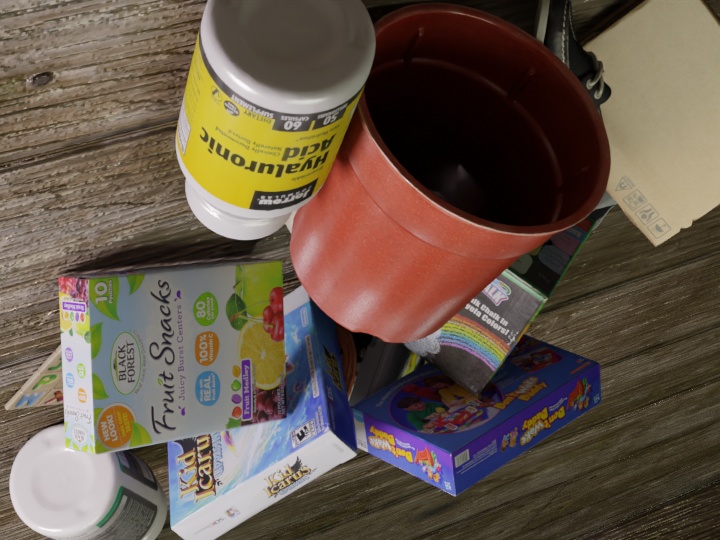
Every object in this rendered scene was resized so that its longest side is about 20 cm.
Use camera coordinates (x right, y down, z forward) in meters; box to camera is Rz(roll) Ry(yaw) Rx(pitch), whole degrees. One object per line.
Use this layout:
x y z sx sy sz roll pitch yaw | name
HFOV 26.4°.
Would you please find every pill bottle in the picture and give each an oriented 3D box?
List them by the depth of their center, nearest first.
-0.064 -0.104 1.023 0.111 0.112 0.200 -18 158 -22 | pill bottle
-0.271 0.231 1.571 0.113 0.113 0.200 -27 159 1 | pill bottle

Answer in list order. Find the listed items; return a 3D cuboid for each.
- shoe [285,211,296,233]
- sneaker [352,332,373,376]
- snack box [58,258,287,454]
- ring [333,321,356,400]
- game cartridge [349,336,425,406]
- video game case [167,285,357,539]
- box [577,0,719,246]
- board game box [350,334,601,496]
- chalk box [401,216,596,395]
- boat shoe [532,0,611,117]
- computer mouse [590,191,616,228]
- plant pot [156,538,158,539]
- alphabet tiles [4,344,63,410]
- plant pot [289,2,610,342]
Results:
0.028 -0.074 1.284 0.200 0.054 0.070 -30 159 9 | shoe
-0.021 0.084 1.599 0.086 0.080 0.200 -45 163 13 | sneaker
-0.153 0.067 1.282 0.199 0.143 0.053 -6 -175 -42 | snack box
-0.081 0.126 1.454 0.200 0.201 0.019 -33 127 17 | ring
0.036 0.092 1.541 0.134 0.040 0.200 -68 170 23 | game cartridge
-0.098 0.131 1.413 0.181 0.200 0.045 -34 127 18 | video game case
0.257 -0.132 1.285 0.163 0.021 0.200 -36 115 20 | box
0.109 0.125 1.432 0.200 0.134 0.045 -26 122 -34 | board game box
0.119 -0.011 1.374 0.124 0.125 0.200 -51 174 -44 | chalk box
0.167 -0.139 1.204 0.060 0.074 0.200 5 140 14 | boat shoe
0.223 -0.090 1.443 0.044 0.110 0.200 7 159 -11 | computer mouse
-0.296 0.423 1.878 0.200 0.199 0.200 -24 159 -10 | plant pot
-0.210 0.078 1.431 0.200 0.008 0.167 -3 149 -46 | alphabet tiles
0.049 -0.058 1.135 0.200 0.201 0.195 -12 154 -33 | plant pot
